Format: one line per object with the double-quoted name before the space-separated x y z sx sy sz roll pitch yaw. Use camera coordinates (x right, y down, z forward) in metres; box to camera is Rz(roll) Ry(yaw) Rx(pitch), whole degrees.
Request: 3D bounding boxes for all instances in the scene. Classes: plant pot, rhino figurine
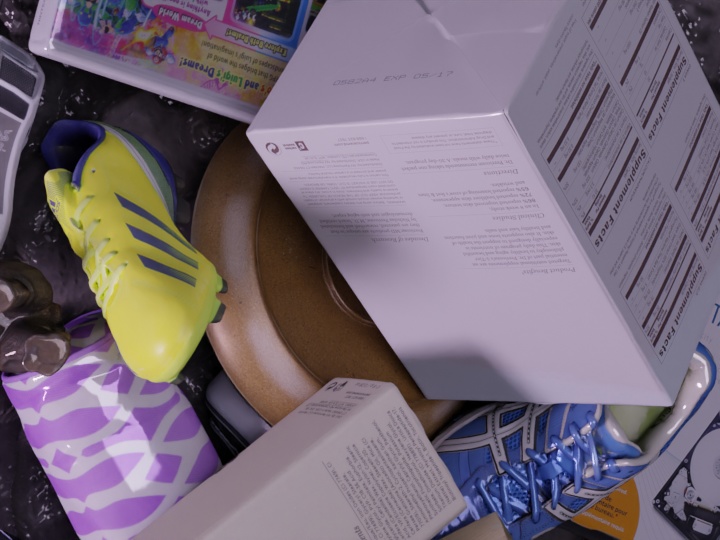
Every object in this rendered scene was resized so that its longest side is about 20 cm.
"plant pot" 0.000 0.000 1.141 0.200 0.027 0.200 11 71 -35
"rhino figurine" -0.235 0.031 1.018 0.200 0.087 0.060 -6 97 -3

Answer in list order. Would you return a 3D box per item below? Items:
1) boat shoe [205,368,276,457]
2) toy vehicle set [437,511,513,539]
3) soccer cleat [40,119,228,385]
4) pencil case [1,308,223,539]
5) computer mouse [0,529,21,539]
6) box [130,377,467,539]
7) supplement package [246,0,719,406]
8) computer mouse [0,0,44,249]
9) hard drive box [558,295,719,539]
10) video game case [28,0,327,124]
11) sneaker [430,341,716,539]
"boat shoe" -0.024 0.142 1.147 0.068 0.072 0.200 -40 103 7
"toy vehicle set" 0.056 0.223 1.138 0.124 0.027 0.200 -27 129 4
"soccer cleat" -0.118 -0.012 1.035 0.084 0.200 0.065 31 107 -27
"pencil case" -0.109 0.116 1.094 0.084 0.085 0.200 -26 103 -15
"computer mouse" -0.239 0.161 1.054 0.200 0.046 0.140 43 73 -20
"box" -0.051 0.140 1.038 0.200 0.068 0.082 -36 106 -22
"supplement package" 0.078 -0.053 1.070 0.200 0.152 0.151 56 48 -35
"computer mouse" -0.196 -0.082 1.053 0.110 0.044 0.200 15 103 -23
"hard drive box" 0.171 0.061 1.231 0.156 0.077 0.200 25 80 -24
"video game case" -0.056 -0.168 1.067 0.200 0.024 0.182 16 88 -39
"sneaker" 0.100 0.090 1.118 0.200 0.077 0.076 -38 94 -10
